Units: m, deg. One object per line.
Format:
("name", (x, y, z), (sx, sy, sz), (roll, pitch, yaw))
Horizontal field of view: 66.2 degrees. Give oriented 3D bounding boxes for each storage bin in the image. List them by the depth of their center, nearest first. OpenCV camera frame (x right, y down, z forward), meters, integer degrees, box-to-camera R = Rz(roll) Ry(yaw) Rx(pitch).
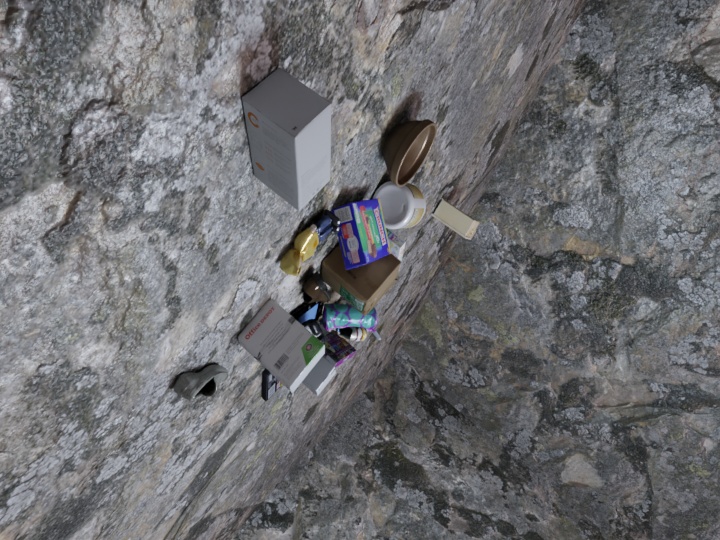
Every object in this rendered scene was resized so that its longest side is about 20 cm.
("storage bin", (0.456, -0.243, 2.626), (0.095, 0.198, 0.198), (-58, 164, 11))

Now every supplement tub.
("supplement tub", (0.131, -0.210, 1.785), (0.147, 0.143, 0.199), (-58, 164, 17))

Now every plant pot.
("plant pot", (0.127, -0.351, 1.575), (0.202, 0.092, 0.202), (-50, 165, -18))

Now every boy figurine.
("boy figurine", (-0.131, -0.071, 1.427), (0.201, 0.064, 0.125), (-51, 168, -29))

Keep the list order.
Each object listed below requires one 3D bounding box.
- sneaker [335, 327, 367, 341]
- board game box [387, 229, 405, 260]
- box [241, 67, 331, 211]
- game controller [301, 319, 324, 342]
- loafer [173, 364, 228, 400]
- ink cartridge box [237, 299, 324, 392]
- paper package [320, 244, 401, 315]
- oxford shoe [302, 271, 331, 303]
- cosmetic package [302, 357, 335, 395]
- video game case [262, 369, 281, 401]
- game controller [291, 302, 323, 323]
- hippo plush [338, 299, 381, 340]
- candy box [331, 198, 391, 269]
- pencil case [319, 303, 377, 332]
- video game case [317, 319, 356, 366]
("sneaker", (-0.066, 0.193, 1.996), (0.089, 0.197, 0.077), (5, 105, -47))
("board game box", (0.089, -0.077, 1.962), (0.034, 0.133, 0.202), (-45, 162, -23))
("box", (-0.126, -0.228, 0.987), (0.098, 0.123, 0.202), (-46, 164, -24))
("game controller", (-0.205, 0.236, 1.716), (0.197, 0.107, 0.042), (-32, -157, -15))
("loafer", (-0.385, 0.285, 1.377), (0.071, 0.069, 0.199), (-57, 165, 12))
("ink cartridge box", (-0.213, 0.203, 1.497), (0.147, 0.199, 0.085), (-47, 167, -18))
("paper package", (0.000, 0.000, 1.725), (0.191, 0.198, 0.104), (-45, 163, -24))
("oxford shoe", (-0.142, 0.065, 1.700), (0.083, 0.073, 0.201), (-35, 161, -5))
("cosmetic package", (-0.183, 0.299, 1.786), (0.102, 0.198, 0.075), (-46, 163, -19))
("video game case", (-0.277, 0.348, 1.938), (0.181, 0.025, 0.203), (-45, 161, -34))
("game controller", (-0.179, 0.150, 1.788), (0.199, 0.042, 0.106), (-37, 157, -51))
("hippo plush", (-0.010, 0.159, 2.149), (0.162, 0.193, 0.164), (-65, 151, -63))
("candy box", (0.008, -0.109, 1.581), (0.075, 0.175, 0.199), (-12, -175, 24))
("pencil case", (-0.039, 0.163, 1.904), (0.085, 0.193, 0.096), (141, -52, -66))
("video game case", (-0.118, 0.251, 1.918), (0.036, 0.180, 0.199), (-55, 167, 14))
